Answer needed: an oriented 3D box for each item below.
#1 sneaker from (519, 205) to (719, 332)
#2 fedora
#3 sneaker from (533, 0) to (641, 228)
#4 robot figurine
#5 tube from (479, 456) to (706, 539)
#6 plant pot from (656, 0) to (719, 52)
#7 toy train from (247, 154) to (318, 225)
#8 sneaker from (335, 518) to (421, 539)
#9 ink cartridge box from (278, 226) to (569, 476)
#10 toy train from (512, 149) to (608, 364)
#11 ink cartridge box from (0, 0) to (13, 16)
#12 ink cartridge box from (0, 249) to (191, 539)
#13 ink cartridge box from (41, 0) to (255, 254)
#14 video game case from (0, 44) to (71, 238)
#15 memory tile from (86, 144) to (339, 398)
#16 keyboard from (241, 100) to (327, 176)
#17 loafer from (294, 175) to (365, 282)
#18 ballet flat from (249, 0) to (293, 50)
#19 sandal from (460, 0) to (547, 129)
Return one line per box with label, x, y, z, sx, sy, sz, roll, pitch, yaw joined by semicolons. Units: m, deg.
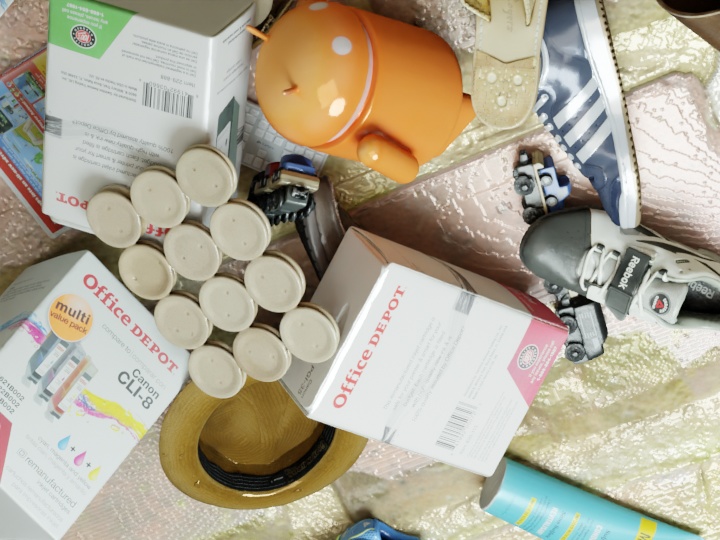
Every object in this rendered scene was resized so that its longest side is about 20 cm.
sneaker;0.229;0.004;1.754;0.198;0.089;0.075;13;108;-10
fedora;-0.086;0.118;1.858;0.199;0.082;0.202;-8;133;-8
sneaker;0.160;-0.122;1.725;0.107;0.070;0.202;-12;108;7
robot figurine;0.001;-0.143;1.680;0.116;0.199;0.145;-1;81;48
tube;0.203;0.228;1.917;0.199;0.051;0.078;24;125;-12
plant pot;0.351;-0.204;1.617;0.186;0.188;0.200;-37;122;22
toy train;-0.064;-0.064;1.717;0.034;0.200;0.046;13;86;-11
sneaker;-0.024;0.270;1.955;0.198;0.076;0.106;3;106;-3
ink cartridge box;0.050;0.067;1.769;0.199;0.083;0.147;21;104;-33
toy train;0.170;-0.012;1.801;0.045;0.034;0.201;-15;115;10
ink cartridge box;-0.351;-0.192;1.680;0.145;0.200;0.088;-37;104;23
ink cartridge box;-0.265;0.105;1.800;0.145;0.200;0.144;46;154;-17
ink cartridge box;-0.171;-0.127;1.710;0.145;0.084;0.202;17;122;15
video game case;-0.223;-0.127;1.792;0.199;0.017;0.143;-28;112;22
memory tile;-0.117;0.003;1.694;0.153;0.017;0.201;-23;107;34
keyboard;-0.122;-0.126;1.792;0.199;0.011;0.057;24;117;-5
loafer;0.000;0.000;1.816;0.071;0.073;0.201;-24;115;-3
ballet flat;-0.054;-0.250;1.690;0.068;0.063;0.201;29;116;-6
sandal;0.109;-0.215;1.641;0.077;0.070;0.214;-1;93;8
